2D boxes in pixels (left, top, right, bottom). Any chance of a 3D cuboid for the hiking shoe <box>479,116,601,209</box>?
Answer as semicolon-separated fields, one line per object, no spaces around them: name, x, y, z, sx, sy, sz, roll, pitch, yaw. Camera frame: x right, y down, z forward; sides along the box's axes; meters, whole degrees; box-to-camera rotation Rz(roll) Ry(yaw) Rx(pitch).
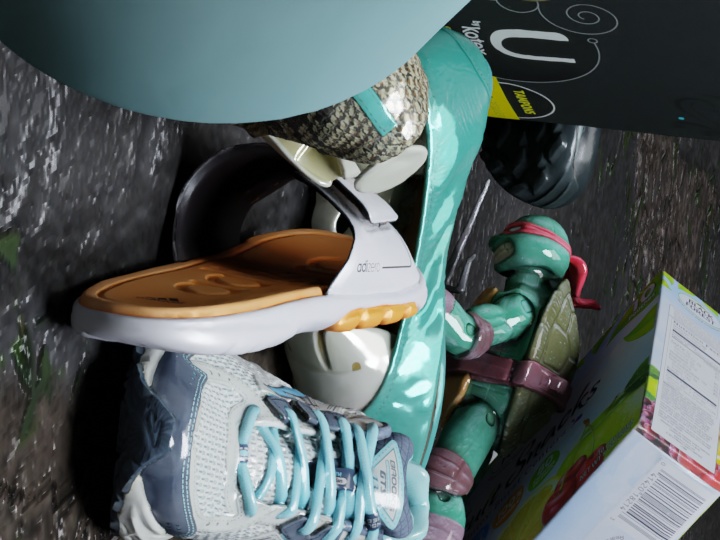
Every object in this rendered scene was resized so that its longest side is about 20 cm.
hiking shoe;0.105;-0.104;1.197;0.087;0.074;0.200;31;46;-29

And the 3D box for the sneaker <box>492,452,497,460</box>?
sneaker;0.093;0.151;1.349;0.070;0.080;0.201;75;29;-55

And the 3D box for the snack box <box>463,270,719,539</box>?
snack box;0.088;0.112;1.152;0.200;0.053;0.142;-51;-172;27

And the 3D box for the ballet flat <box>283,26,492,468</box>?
ballet flat;0.000;0.000;1.020;0.070;0.067;0.201;6;97;-46

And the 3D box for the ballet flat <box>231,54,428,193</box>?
ballet flat;-0.012;-0.058;0.830;0.075;0.068;0.200;53;-2;-10

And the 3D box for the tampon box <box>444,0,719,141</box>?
tampon box;0.103;-0.140;1.058;0.150;0.199;0.127;54;45;-65

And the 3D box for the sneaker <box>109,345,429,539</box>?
sneaker;-0.025;0.064;0.906;0.200;0.086;0.078;31;66;-72

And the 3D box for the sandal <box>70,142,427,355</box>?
sandal;-0.030;-0.012;0.877;0.207;0.079;0.059;-18;116;-70

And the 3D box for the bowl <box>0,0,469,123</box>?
bowl;-0.038;-0.116;0.668;0.105;0.200;0.201;107;2;-52

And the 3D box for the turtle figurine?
turtle figurine;0.044;0.041;1.125;0.150;0.100;0.200;54;51;-66
